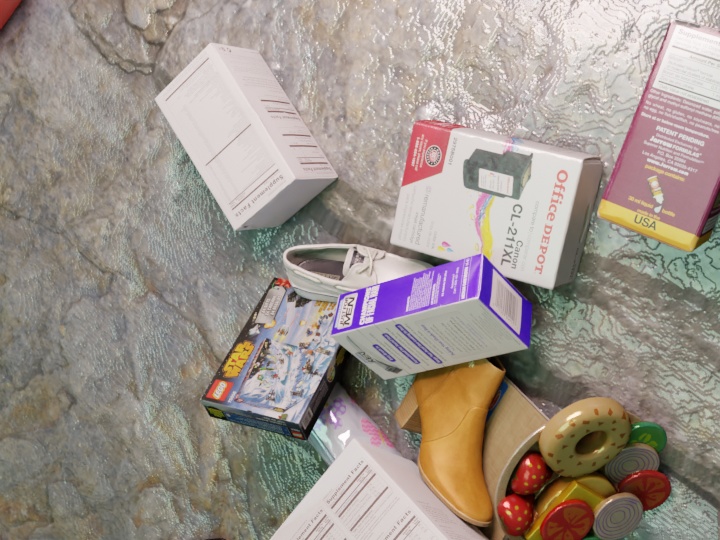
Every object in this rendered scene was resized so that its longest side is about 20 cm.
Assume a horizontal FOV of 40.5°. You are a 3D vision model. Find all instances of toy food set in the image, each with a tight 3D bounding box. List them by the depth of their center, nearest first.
[{"bbox_3d":[0.239,0.229,1.042,0.200,0.198,0.049,-52,29,11],"label":"toy food set"}]

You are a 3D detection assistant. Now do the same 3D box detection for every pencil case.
[{"bbox_3d":[-0.034,0.193,1.211,0.200,0.091,0.083,47,114,13],"label":"pencil case"}]

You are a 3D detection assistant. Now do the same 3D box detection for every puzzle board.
[{"bbox_3d":[0.146,0.229,1.128,0.151,0.017,0.201,47,115,47],"label":"puzzle board"}]

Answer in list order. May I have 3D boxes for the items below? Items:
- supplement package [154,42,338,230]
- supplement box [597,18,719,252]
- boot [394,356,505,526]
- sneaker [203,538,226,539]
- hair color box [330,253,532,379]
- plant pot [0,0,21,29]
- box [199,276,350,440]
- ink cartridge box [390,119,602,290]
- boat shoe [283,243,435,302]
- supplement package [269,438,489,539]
[{"bbox_3d":[-0.141,-0.163,1.208,0.114,0.109,0.200,-36,79,26],"label":"supplement package"},{"bbox_3d":[0.326,-0.132,0.962,0.103,0.131,0.201,25,106,22],"label":"supplement box"},{"bbox_3d":[0.122,0.171,1.107,0.144,0.071,0.201,-55,44,20],"label":"boot"},{"bbox_3d":[-0.236,0.435,1.362,0.199,0.060,0.105,-15,85,24],"label":"sneaker"},{"bbox_3d":[0.078,0.056,1.090,0.199,0.109,0.065,-18,46,34],"label":"hair color box"},{"bbox_3d":[-0.584,-0.391,1.372,0.201,0.200,0.177,50,126,13],"label":"plant pot"},{"bbox_3d":[-0.086,0.101,1.178,0.136,0.200,0.040,10,141,26],"label":"box"},{"bbox_3d":[0.150,-0.077,1.086,0.199,0.083,0.146,16,103,25],"label":"ink cartridge box"},{"bbox_3d":[0.000,0.000,1.166,0.199,0.066,0.072,9,58,26],"label":"boat shoe"},{"bbox_3d":[0.041,0.314,1.054,0.151,0.152,0.200,-51,55,3],"label":"supplement package"}]
